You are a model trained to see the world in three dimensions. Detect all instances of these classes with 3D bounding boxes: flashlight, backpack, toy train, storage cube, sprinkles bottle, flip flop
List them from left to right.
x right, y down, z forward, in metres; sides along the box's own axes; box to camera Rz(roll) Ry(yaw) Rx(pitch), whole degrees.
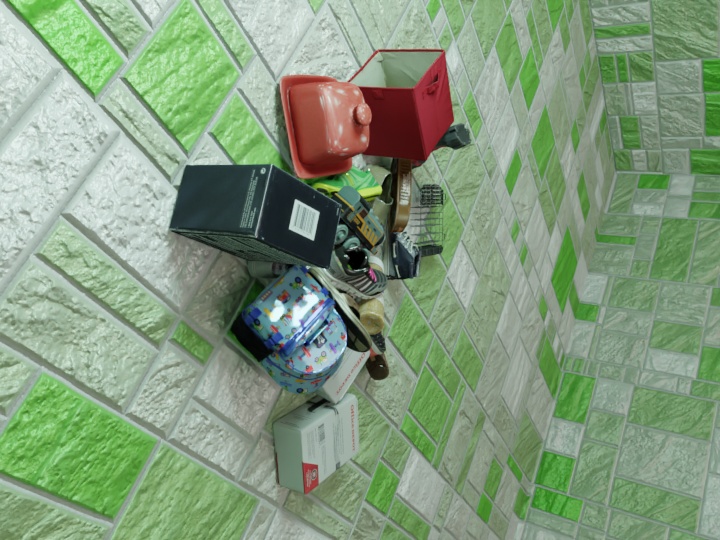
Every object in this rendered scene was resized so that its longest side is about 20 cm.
[{"bbox_3d":[-0.112,0.116,1.161,0.200,0.135,0.182,49,57,1],"label":"backpack"},{"bbox_3d":[-0.037,0.073,1.243,0.057,0.081,0.201,-35,88,-39],"label":"flip flop"},{"bbox_3d":[-0.014,-0.091,1.342,0.114,0.085,0.200,-46,142,-1],"label":"toy train"},{"bbox_3d":[0.021,0.053,1.422,0.201,0.067,0.069,-89,162,-51],"label":"sprinkles bottle"},{"bbox_3d":[0.094,-0.373,1.415,0.172,0.198,0.181,-55,144,-35],"label":"storage cube"},{"bbox_3d":[0.185,-0.304,1.553,0.067,0.199,0.069,-25,100,-40],"label":"flashlight"}]

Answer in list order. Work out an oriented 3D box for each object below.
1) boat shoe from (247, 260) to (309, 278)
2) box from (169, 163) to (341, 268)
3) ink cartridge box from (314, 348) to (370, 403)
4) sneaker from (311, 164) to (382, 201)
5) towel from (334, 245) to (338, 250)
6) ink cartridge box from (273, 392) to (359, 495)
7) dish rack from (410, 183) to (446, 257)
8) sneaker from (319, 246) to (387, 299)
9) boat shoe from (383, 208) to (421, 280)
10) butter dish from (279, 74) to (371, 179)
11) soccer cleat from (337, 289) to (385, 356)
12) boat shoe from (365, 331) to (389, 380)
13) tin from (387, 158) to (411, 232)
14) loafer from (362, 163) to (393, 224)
[{"bbox_3d":[-0.133,-0.021,1.248,0.199,0.068,0.073,-4,100,-56],"label":"boat shoe"},{"bbox_3d":[-0.172,-0.090,1.058,0.199,0.196,0.125,25,73,-56],"label":"box"},{"bbox_3d":[-0.078,0.165,1.341,0.146,0.083,0.201,-53,138,-24],"label":"ink cartridge box"},{"bbox_3d":[-0.040,-0.185,1.374,0.199,0.074,0.084,-9,70,-48],"label":"sneaker"},{"bbox_3d":[-0.060,0.015,1.414,0.086,0.018,0.203,19,81,-56],"label":"towel"},{"bbox_3d":[-0.092,0.367,1.374,0.199,0.083,0.146,-20,112,-53],"label":"ink cartridge box"},{"bbox_3d":[0.181,-0.135,1.721,0.153,0.054,0.203,-11,104,-57],"label":"dish rack"},{"bbox_3d":[0.000,0.000,1.310,0.199,0.087,0.074,18,41,-44],"label":"sneaker"},{"bbox_3d":[0.109,-0.072,1.585,0.074,0.092,0.203,-18,112,-54],"label":"boat shoe"},{"bbox_3d":[-0.044,-0.295,1.242,0.199,0.146,0.202,-20,103,-52],"label":"butter dish"},{"bbox_3d":[-0.019,0.127,1.442,0.201,0.073,0.069,52,27,-29],"label":"soccer cleat"},{"bbox_3d":[0.024,0.164,1.540,0.075,0.074,0.205,-79,159,-71],"label":"boat shoe"},{"bbox_3d":[0.094,-0.189,1.517,0.112,0.041,0.203,131,-37,-70],"label":"tin"},{"bbox_3d":[0.039,-0.148,1.485,0.075,0.068,0.203,-17,110,-54],"label":"loafer"}]
